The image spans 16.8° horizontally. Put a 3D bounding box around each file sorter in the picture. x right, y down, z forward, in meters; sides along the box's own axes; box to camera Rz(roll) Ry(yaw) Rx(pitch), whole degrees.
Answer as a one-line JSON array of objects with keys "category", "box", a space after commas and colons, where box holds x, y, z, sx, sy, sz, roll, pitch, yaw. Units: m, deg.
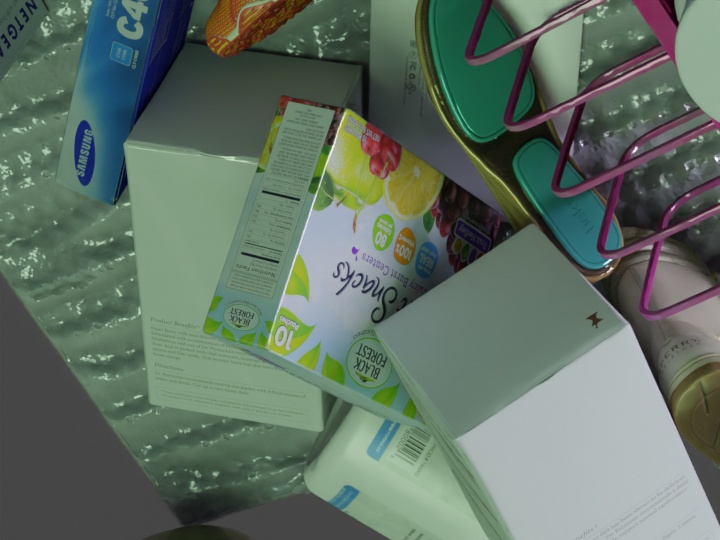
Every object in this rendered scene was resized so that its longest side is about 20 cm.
[{"category": "file sorter", "box": [0.164, -0.094, 1.362, 0.125, 0.139, 0.200, -25, 114, 28]}]

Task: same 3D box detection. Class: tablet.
[{"category": "tablet", "box": [0.067, -0.117, 1.468, 0.129, 0.014, 0.201, 11, 129, 12]}]

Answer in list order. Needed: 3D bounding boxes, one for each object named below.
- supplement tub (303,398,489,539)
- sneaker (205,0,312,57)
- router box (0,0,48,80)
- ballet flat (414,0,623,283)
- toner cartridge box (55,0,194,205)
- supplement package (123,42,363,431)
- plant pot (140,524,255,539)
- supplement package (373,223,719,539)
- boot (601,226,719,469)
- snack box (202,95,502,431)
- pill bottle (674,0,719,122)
[{"category": "supplement tub", "box": [0.076, 0.132, 1.576, 0.199, 0.132, 0.132, 31, 130, -5]}, {"category": "sneaker", "box": [-0.043, -0.207, 1.417, 0.077, 0.073, 0.201, 43, 127, 14]}, {"category": "router box", "box": [-0.279, -0.169, 1.434, 0.049, 0.201, 0.180, -13, 122, 27]}, {"category": "ballet flat", "box": [0.081, -0.076, 1.436, 0.201, 0.068, 0.063, 60, 157, -5]}, {"category": "toner cartridge box", "box": [-0.133, -0.146, 1.465, 0.043, 0.095, 0.201, 21, 129, 4]}, {"category": "supplement package", "box": [-0.066, -0.021, 1.518, 0.120, 0.120, 0.201, 9, 128, 13]}, {"category": "plant pot", "box": [-0.117, 0.260, 1.739, 0.199, 0.135, 0.202, 10, 129, 12]}, {"category": "supplement package", "box": [0.111, 0.097, 1.411, 0.116, 0.117, 0.201, -32, 130, -5]}, {"category": "boot", "box": [0.223, 0.067, 1.473, 0.072, 0.155, 0.200, -39, 132, 12]}, {"category": "snack box", "box": [0.000, 0.000, 1.418, 0.053, 0.143, 0.200, 15, 172, 33]}, {"category": "pill bottle", "box": [0.224, -0.160, 1.256, 0.115, 0.201, 0.116, 9, 128, 12]}]
